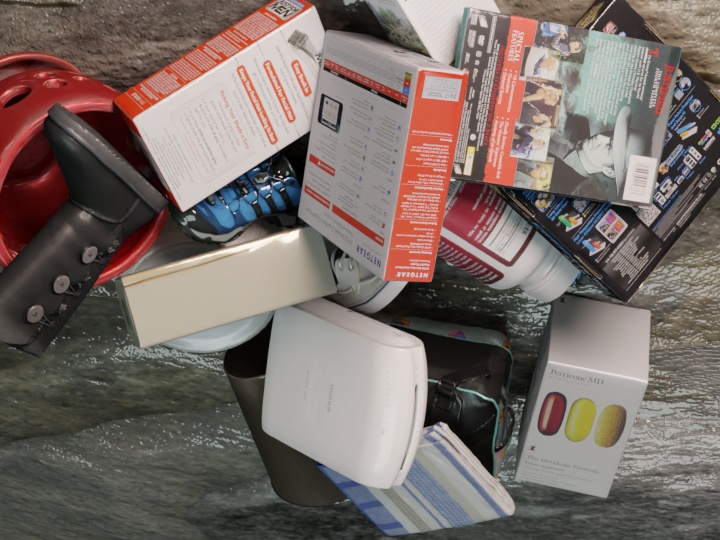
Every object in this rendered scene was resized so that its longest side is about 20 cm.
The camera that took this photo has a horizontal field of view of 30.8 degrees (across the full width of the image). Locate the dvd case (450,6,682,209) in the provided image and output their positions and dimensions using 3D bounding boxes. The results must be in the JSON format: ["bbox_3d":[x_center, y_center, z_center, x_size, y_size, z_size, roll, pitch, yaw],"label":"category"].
[{"bbox_3d":[0.172,-0.138,1.129,0.198,0.022,0.148,7,98,-12],"label":"dvd case"}]

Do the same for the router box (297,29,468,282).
[{"bbox_3d":[0.013,-0.106,1.154,0.048,0.200,0.181,2,108,-26],"label":"router box"}]

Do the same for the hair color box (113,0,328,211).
[{"bbox_3d":[-0.116,-0.159,1.224,0.199,0.064,0.111,-33,127,-11],"label":"hair color box"}]

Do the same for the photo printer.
[{"bbox_3d":[-0.014,0.127,1.368,0.199,0.069,0.168,22,109,42],"label":"photo printer"}]

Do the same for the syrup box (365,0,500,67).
[{"bbox_3d":[0.067,-0.229,1.156,0.081,0.079,0.201,-41,121,-10],"label":"syrup box"}]

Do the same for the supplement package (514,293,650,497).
[{"bbox_3d":[0.245,0.140,1.449,0.113,0.110,0.201,11,134,5],"label":"supplement package"}]

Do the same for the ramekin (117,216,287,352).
[{"bbox_3d":[-0.173,0.001,1.415,0.200,0.095,0.204,-1,130,-1],"label":"ramekin"}]

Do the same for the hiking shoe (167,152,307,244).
[{"bbox_3d":[-0.108,-0.085,1.306,0.075,0.199,0.087,52,127,17],"label":"hiking shoe"}]

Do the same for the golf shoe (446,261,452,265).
[{"bbox_3d":[0.042,-0.086,1.312,0.199,0.088,0.077,32,134,-13],"label":"golf shoe"}]

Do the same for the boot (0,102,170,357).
[{"bbox_3d":[-0.285,-0.031,1.180,0.200,0.066,0.165,-46,139,-2],"label":"boot"}]

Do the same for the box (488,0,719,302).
[{"bbox_3d":[0.229,-0.109,1.182,0.198,0.050,0.200,39,89,-16],"label":"box"}]

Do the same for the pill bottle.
[{"bbox_3d":[0.116,-0.054,1.246,0.199,0.114,0.113,31,133,-16],"label":"pill bottle"}]

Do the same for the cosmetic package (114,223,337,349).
[{"bbox_3d":[-0.134,0.014,1.280,0.198,0.103,0.074,-17,94,-15],"label":"cosmetic package"}]

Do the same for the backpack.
[{"bbox_3d":[0.090,0.158,1.477,0.174,0.154,0.202,7,125,16],"label":"backpack"}]

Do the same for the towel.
[{"bbox_3d":[0.060,0.234,1.442,0.199,0.024,0.147,-21,119,43],"label":"towel"}]

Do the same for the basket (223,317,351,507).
[{"bbox_3d":[-0.069,0.161,1.543,0.179,0.136,0.201,-4,128,32],"label":"basket"}]

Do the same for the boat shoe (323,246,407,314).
[{"bbox_3d":[0.000,0.000,1.385,0.070,0.071,0.200,38,160,-11],"label":"boat shoe"}]

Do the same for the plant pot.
[{"bbox_3d":[-0.308,-0.104,1.287,0.182,0.200,0.202,35,152,44],"label":"plant pot"}]

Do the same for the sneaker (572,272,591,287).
[{"bbox_3d":[0.252,-0.077,1.289,0.081,0.073,0.201,-9,131,-18],"label":"sneaker"}]
